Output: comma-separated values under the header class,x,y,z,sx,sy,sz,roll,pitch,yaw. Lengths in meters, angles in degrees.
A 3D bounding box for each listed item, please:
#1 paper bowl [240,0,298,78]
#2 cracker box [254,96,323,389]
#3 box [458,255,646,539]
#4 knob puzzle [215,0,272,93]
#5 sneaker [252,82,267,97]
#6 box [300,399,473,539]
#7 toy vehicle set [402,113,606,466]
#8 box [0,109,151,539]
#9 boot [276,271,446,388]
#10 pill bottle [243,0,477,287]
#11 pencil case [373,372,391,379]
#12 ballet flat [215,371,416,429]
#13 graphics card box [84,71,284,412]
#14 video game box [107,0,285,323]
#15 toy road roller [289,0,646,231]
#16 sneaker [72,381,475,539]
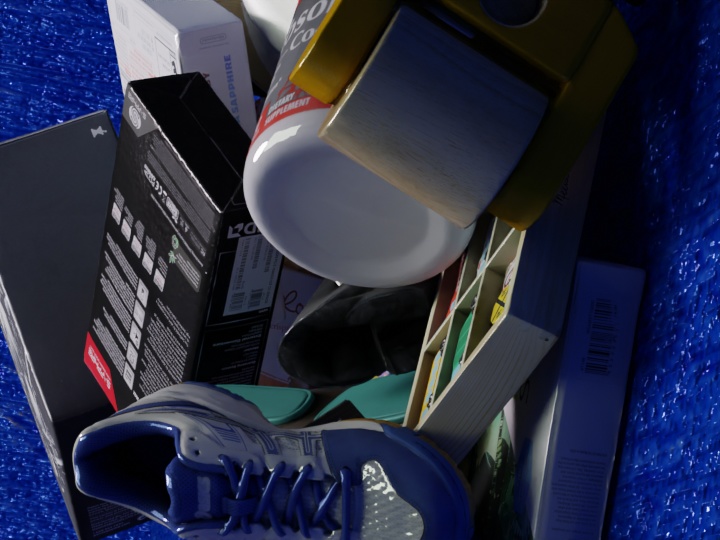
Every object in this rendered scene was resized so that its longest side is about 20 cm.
class,x,y,z,sx,sy,sz,roll,pitch,yaw
paper bowl,0.007,-0.183,1.456,0.200,0.104,0.202,-3,85,43
cracker box,-0.018,0.000,1.641,0.058,0.133,0.202,174,104,-79
box,0.085,0.063,1.239,0.200,0.036,0.146,-162,81,-82
knob puzzle,-0.013,-0.182,1.576,0.030,0.218,0.222,152,127,-80
sneaker,-0.023,-0.147,1.678,0.199,0.077,0.071,-4,-91,-56
box,0.008,0.181,1.289,0.160,0.044,0.200,48,147,19
toy vehicle set,0.070,-0.012,1.216,0.124,0.026,0.201,-56,13,46
box,-0.170,0.037,1.643,0.183,0.103,0.201,91,158,-60
boot,0.001,0.000,1.376,0.164,0.066,0.200,-28,23,32
pill bottle,0.018,-0.100,1.284,0.116,0.115,0.201,109,177,-50
pencil case,0.029,0.122,1.401,0.078,0.086,0.202,24,108,55
ballet flat,-0.014,0.091,1.342,0.199,0.073,0.074,-5,71,35
graphics card box,-0.098,0.007,1.429,0.126,0.051,0.201,52,142,42
video game box,-0.101,-0.077,1.549,0.200,0.046,0.184,-136,38,-66
toy road roller,0.055,-0.116,1.169,0.201,0.122,0.146,-59,6,-14
sneaker,-0.044,0.105,1.183,0.088,0.199,0.076,-15,-71,-53
